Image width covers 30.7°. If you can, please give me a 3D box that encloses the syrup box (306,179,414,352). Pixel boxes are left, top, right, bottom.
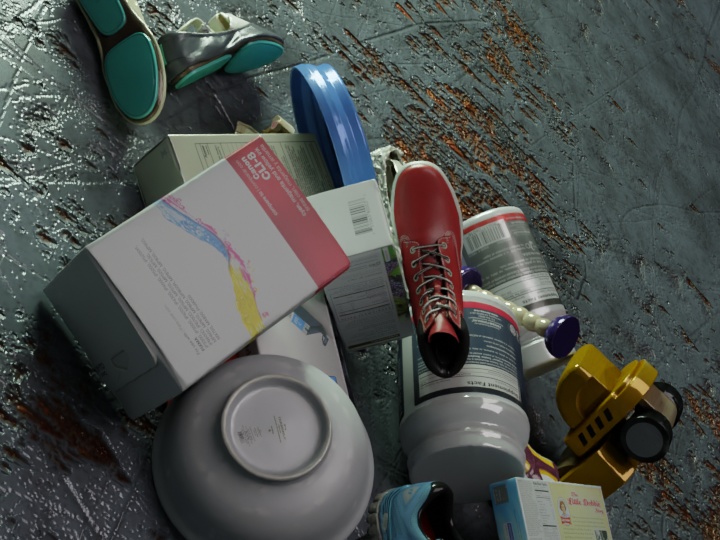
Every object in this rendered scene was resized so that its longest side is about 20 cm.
[{"bbox_3d":[0.000,0.000,1.332,0.200,0.081,0.079,72,4,-60],"label":"syrup box"}]

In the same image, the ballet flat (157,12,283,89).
[{"bbox_3d":[-0.158,-0.255,1.467,0.073,0.073,0.200,59,36,2],"label":"ballet flat"}]

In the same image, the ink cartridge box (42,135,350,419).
[{"bbox_3d":[-0.144,0.009,1.143,0.200,0.145,0.145,-37,93,-32],"label":"ink cartridge box"}]

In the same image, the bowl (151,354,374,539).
[{"bbox_3d":[-0.078,0.150,1.136,0.200,0.090,0.202,6,60,-10],"label":"bowl"}]

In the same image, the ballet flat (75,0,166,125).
[{"bbox_3d":[-0.238,-0.233,1.356,0.069,0.069,0.201,1,62,-52],"label":"ballet flat"}]

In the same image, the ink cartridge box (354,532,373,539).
[{"bbox_3d":[0.063,0.341,1.253,0.199,0.084,0.147,20,48,-41],"label":"ink cartridge box"}]

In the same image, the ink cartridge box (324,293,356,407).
[{"bbox_3d":[-0.055,0.112,1.331,0.099,0.039,0.201,13,54,-48],"label":"ink cartridge box"}]

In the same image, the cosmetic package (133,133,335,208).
[{"bbox_3d":[-0.122,-0.080,1.343,0.199,0.071,0.106,-5,70,-45],"label":"cosmetic package"}]

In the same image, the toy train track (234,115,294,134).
[{"bbox_3d":[-0.093,-0.104,1.459,0.115,0.032,0.201,37,40,-28],"label":"toy train track"}]

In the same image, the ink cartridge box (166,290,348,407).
[{"bbox_3d":[-0.105,0.074,1.248,0.175,0.045,0.201,4,59,-34],"label":"ink cartridge box"}]

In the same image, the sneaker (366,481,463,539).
[{"bbox_3d":[0.060,0.275,1.148,0.078,0.090,0.201,19,50,-40],"label":"sneaker"}]

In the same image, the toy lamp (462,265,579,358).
[{"bbox_3d":[0.163,0.041,1.538,0.058,0.199,0.059,-23,124,-39],"label":"toy lamp"}]

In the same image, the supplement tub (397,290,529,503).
[{"bbox_3d":[0.110,0.136,1.429,0.140,0.140,0.201,31,42,-34],"label":"supplement tub"}]

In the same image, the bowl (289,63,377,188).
[{"bbox_3d":[-0.027,-0.129,1.427,0.201,0.039,0.202,162,-90,-80],"label":"bowl"}]

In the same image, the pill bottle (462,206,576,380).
[{"bbox_3d":[0.187,0.032,1.635,0.114,0.114,0.201,-1,65,-52],"label":"pill bottle"}]

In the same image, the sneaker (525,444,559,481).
[{"bbox_3d":[0.213,0.271,1.511,0.090,0.075,0.201,-32,91,-51],"label":"sneaker"}]

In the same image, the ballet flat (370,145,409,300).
[{"bbox_3d":[0.049,-0.062,1.579,0.072,0.072,0.201,3,62,-51],"label":"ballet flat"}]

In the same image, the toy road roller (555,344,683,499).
[{"bbox_3d":[0.279,0.182,1.569,0.146,0.200,0.123,44,27,5],"label":"toy road roller"}]

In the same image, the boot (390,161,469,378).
[{"bbox_3d":[0.074,-0.002,1.300,0.144,0.072,0.201,-89,170,-74],"label":"boot"}]

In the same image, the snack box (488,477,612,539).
[{"bbox_3d":[0.210,0.284,1.388,0.200,0.037,0.117,17,57,-52],"label":"snack box"}]
